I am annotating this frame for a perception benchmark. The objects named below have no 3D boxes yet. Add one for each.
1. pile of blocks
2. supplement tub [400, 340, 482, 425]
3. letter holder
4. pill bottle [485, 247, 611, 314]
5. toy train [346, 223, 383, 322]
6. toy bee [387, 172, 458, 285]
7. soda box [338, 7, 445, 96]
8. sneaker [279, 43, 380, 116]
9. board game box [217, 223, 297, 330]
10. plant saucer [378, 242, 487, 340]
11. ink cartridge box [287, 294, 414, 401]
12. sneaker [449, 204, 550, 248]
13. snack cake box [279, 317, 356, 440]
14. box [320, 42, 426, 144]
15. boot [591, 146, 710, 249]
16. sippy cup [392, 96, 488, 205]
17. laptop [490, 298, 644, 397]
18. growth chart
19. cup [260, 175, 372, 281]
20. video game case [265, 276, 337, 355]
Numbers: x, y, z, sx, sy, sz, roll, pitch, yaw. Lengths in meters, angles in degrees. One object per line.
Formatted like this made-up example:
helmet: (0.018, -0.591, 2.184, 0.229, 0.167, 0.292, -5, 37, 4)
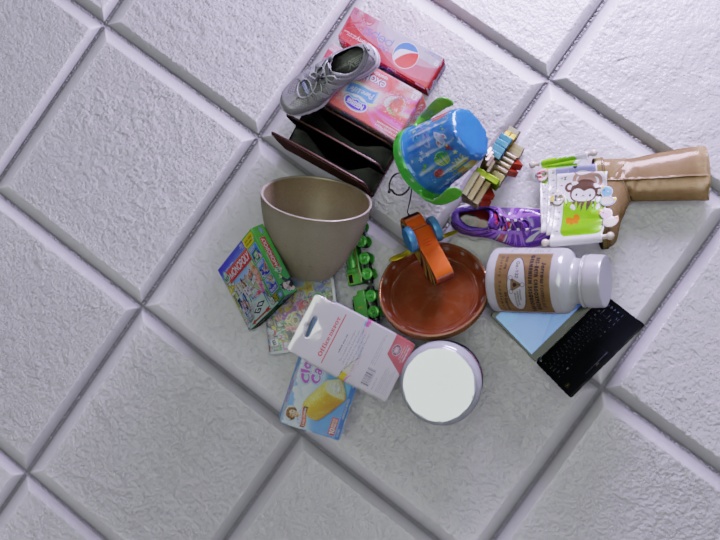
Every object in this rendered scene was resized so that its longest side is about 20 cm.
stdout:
pile of blocks: (0.251, -0.185, 1.624, 0.062, 0.082, 0.201, 31, 62, 10)
supplement tub: (0.142, 0.193, 1.584, 0.139, 0.200, 0.142, 0, 87, 8)
letter holder: (-0.048, -0.234, 1.669, 0.199, 0.142, 0.101, 30, 91, 10)
pill bottle: (0.326, 0.018, 1.581, 0.198, 0.114, 0.116, 1, 86, 29)
toy train: (0.000, 0.000, 1.701, 0.056, 0.042, 0.202, -12, 84, 19)
toy bee: (0.112, -0.066, 1.651, 0.129, 0.109, 0.202, -2, 77, -5)
soda box: (0.059, -0.408, 1.704, 0.199, 0.063, 0.070, 31, 92, 9)
sneaker: (-0.062, -0.348, 1.613, 0.199, 0.082, 0.075, -33, 82, 7)
board game box: (-0.191, 0.016, 1.662, 0.029, 0.200, 0.135, -24, 81, -32)
plant saucer: (0.132, 0.039, 1.643, 0.198, 0.032, 0.202, -5, 56, 8)
ink cartridge box: (-0.021, 0.131, 1.600, 0.199, 0.067, 0.117, 29, 89, -10)
sneaker: (0.258, -0.081, 1.643, 0.198, 0.083, 0.082, 3, 87, 8)
snack cake box: (-0.064, 0.193, 1.667, 0.114, 0.067, 0.202, 18, 92, -9)
box: (0.011, -0.320, 1.690, 0.199, 0.095, 0.103, 32, 93, 9)
boot: (0.516, -0.129, 1.613, 0.198, 0.066, 0.177, -3, 84, 8)
sippy cup: (0.148, -0.212, 1.591, 0.130, 0.139, 0.179, -28, 89, 41)
laptop: (0.360, 0.089, 1.605, 0.177, 0.200, 0.103, -45, 118, 5)
growth chart: (0.374, -0.127, 1.600, 0.144, 0.018, 0.202, -14, 57, 23)
cup: (-0.085, -0.067, 1.639, 0.198, 0.201, 0.145, 12, 117, 9)
video game case: (-0.114, 0.051, 1.725, 0.142, 0.018, 0.202, -8, 85, 9)
